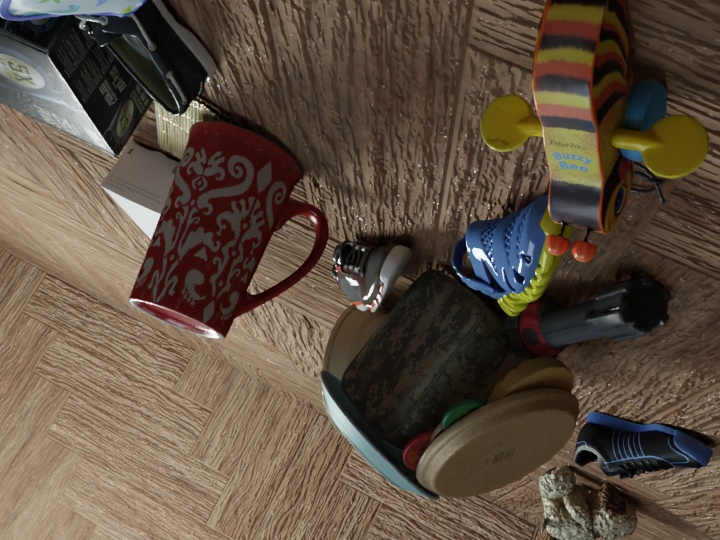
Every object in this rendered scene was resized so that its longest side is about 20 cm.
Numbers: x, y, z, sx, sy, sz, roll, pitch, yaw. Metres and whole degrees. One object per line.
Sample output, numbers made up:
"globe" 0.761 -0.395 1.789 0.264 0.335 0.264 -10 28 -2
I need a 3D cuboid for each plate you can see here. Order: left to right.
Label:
"plate" 0.015 0.197 0.936 0.200 0.026 0.200 46 180 0

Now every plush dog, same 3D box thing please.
"plush dog" 0.456 0.483 1.574 0.170 0.162 0.200 -10 145 27

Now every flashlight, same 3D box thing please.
"flashlight" 0.219 0.048 0.785 0.067 0.068 0.200 24 160 -16

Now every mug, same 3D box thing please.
"mug" -0.139 -0.033 0.852 0.176 0.202 0.134 17 163 14

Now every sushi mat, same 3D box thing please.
"sushi mat" -0.194 -0.158 0.920 0.095 0.012 0.200 31 163 -4

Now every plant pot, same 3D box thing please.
"plant pot" 0.076 0.147 1.122 0.182 0.202 0.201 1 151 34

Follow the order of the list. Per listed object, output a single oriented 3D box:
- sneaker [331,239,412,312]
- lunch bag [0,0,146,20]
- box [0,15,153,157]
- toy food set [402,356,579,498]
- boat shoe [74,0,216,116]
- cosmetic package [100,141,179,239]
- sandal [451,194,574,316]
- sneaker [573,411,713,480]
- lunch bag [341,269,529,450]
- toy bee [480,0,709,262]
"sneaker" 0.000 0.000 0.972 0.082 0.077 0.200 36 162 -3
"lunch bag" -0.212 -0.245 0.520 0.199 0.129 0.169 21 166 -30
"box" -0.319 -0.223 0.801 0.163 0.087 0.200 25 163 9
"toy food set" 0.143 0.180 0.860 0.201 0.196 0.049 67 178 -54
"boat shoe" -0.204 -0.214 0.685 0.075 0.061 0.200 10 156 46
"cosmetic package" -0.262 -0.083 1.129 0.112 0.082 0.200 23 164 23
"sandal" 0.130 -0.016 0.712 0.087 0.080 0.200 30 162 6
"sneaker" 0.378 0.251 1.089 0.070 0.078 0.199 37 162 -26
"lunch bag" 0.100 0.127 0.947 0.167 0.201 0.139 36 -178 -37
"toy bee" 0.146 -0.066 0.482 0.200 0.109 0.130 39 159 -31
